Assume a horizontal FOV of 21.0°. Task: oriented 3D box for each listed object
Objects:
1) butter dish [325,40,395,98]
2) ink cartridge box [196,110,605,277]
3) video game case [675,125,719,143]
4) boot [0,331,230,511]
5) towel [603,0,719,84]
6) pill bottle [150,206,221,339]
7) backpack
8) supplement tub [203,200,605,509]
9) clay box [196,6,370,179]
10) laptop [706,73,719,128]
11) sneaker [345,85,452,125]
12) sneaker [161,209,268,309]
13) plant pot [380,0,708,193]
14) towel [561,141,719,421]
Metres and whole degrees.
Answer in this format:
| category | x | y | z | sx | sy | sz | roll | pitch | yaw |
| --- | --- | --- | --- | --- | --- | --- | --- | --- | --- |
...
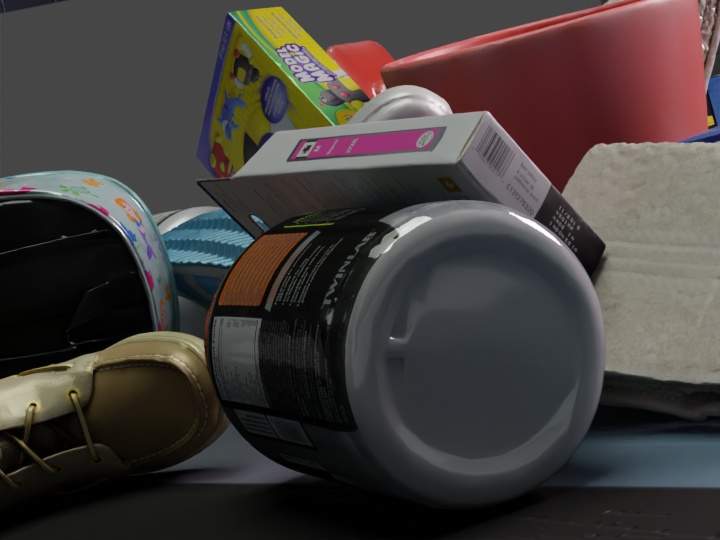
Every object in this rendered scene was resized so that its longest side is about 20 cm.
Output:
| category | x | y | z | sx | sy | sz | roll | pitch | yaw |
| --- | --- | --- | --- | --- | --- | --- | --- | --- | --- |
| butter dish | -0.013 | -0.047 | 1.378 | 0.148 | 0.200 | 0.199 | -24 | 3 | 15 |
| ink cartridge box | 0.014 | -0.027 | 0.925 | 0.200 | 0.095 | 0.037 | -3 | 50 | 50 |
| video game case | 0.289 | -0.085 | 1.028 | 0.200 | 0.046 | 0.181 | -15 | 2 | 39 |
| boot | -0.176 | 0.090 | 0.977 | 0.200 | 0.073 | 0.155 | -12 | 5 | 35 |
| towel | 0.184 | -0.101 | 1.347 | 0.034 | 0.200 | 0.132 | 18 | -9 | -26 |
| pill bottle | -0.125 | 0.016 | 1.354 | 0.116 | 0.116 | 0.200 | -18 | 8 | -37 |
| backpack | -0.207 | 0.028 | 1.153 | 0.200 | 0.178 | 0.151 | -9 | 12 | 11 |
| supplement tub | 0.008 | 0.033 | 0.836 | 0.122 | 0.123 | 0.200 | -16 | 7 | -21 |
| clay box | -0.031 | -0.066 | 1.230 | 0.048 | 0.115 | 0.200 | -9 | 41 | -32 |
| laptop | 0.328 | -0.086 | 1.231 | 0.187 | 0.116 | 0.200 | -14 | 6 | 8 |
| sneaker | 0.000 | 0.000 | 1.042 | 0.075 | 0.200 | 0.089 | 23 | 14 | -18 |
| sneaker | -0.059 | 0.015 | 1.182 | 0.200 | 0.081 | 0.076 | 15 | 39 | 43 |
| plant pot | 0.130 | -0.066 | 1.202 | 0.200 | 0.178 | 0.200 | -15 | 7 | 2 |
| towel | 0.146 | 0.000 | 0.858 | 0.200 | 0.034 | 0.133 | 5 | 58 | 53 |
